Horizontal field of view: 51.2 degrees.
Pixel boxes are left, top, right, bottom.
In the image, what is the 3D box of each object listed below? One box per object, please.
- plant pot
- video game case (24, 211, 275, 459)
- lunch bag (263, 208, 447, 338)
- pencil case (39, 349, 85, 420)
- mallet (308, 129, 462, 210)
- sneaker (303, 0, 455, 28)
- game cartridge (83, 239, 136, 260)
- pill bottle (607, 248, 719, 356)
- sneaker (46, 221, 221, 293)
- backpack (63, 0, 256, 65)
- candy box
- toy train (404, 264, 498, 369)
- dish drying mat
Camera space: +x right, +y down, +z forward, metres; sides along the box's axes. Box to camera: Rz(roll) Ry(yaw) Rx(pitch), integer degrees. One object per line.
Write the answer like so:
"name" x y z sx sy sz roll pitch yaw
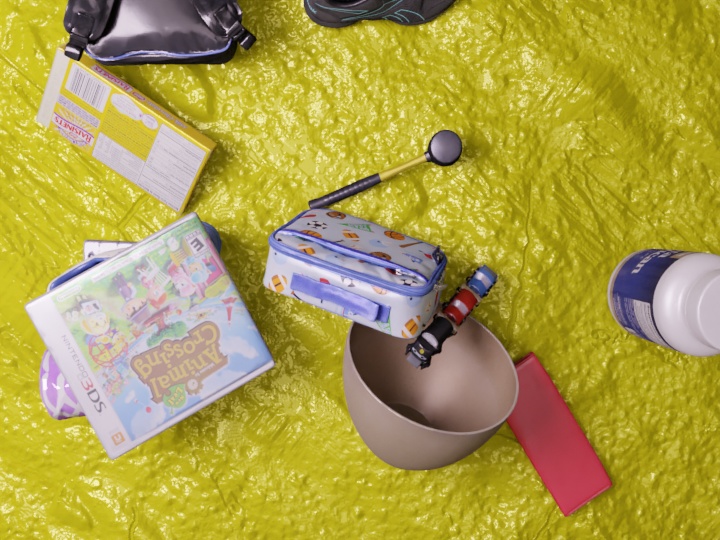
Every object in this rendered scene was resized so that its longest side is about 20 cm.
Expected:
"plant pot" 0.063 0.147 0.858 0.196 0.202 0.136 16 127 -5
"video game case" -0.215 0.068 0.783 0.197 0.022 0.185 -29 98 -7
"lunch bag" 0.000 0.000 0.823 0.196 0.160 0.077 18 111 13
"pencil case" -0.253 0.111 0.840 0.195 0.084 0.087 -8 60 -6
"mallet" 0.030 -0.113 0.883 0.197 0.066 0.042 -23 93 -2
"sneaker" 0.033 -0.322 0.864 0.196 0.079 0.077 -14 95 -5
"game cartridge" -0.264 0.068 0.890 0.126 0.038 0.205 2 94 0
"pill bottle" 0.369 0.035 0.851 0.108 0.200 0.114 0 94 -4
"sneaker" -0.246 0.004 0.829 0.197 0.088 0.077 -26 90 -6
"backpack" -0.218 -0.322 0.810 0.195 0.154 0.195 -4 101 -11
"candy box" -0.267 -0.158 0.855 0.198 0.027 0.103 34 126 -6
"toy train" 0.109 0.044 0.851 0.034 0.200 0.046 39 131 9
"dish drying mat" 0.237 0.206 0.944 0.076 0.018 0.202 -32 96 -1
